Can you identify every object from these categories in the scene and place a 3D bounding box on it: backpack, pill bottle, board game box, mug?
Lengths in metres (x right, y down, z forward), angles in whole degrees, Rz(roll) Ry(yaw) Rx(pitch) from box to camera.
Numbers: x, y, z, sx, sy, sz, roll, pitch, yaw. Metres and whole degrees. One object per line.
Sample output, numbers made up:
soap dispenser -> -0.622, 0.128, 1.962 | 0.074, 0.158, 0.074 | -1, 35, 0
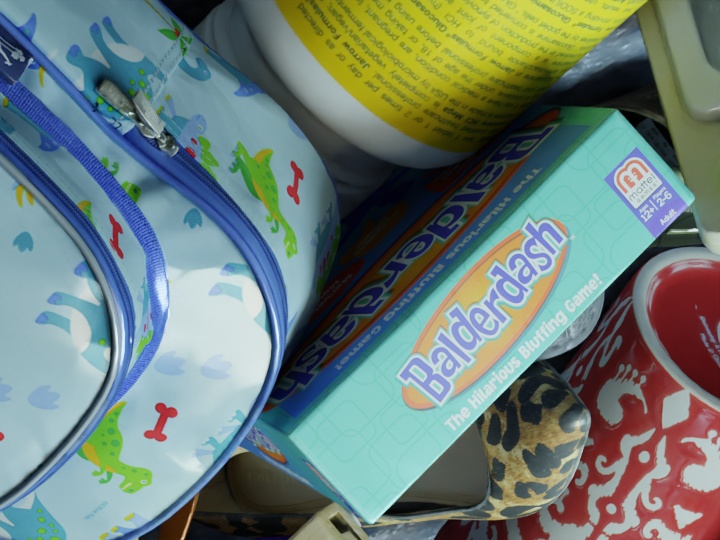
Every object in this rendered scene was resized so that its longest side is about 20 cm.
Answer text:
backpack -> -0.120, -0.004, 0.919 | 0.200, 0.147, 0.183 | 38, 121, -13
pill bottle -> 0.031, -0.107, 0.963 | 0.112, 0.112, 0.200 | 18, 130, -45
board game box -> 0.016, 0.007, 1.006 | 0.152, 0.200, 0.045 | -44, 104, -9
mug -> 0.146, 0.108, 1.300 | 0.133, 0.178, 0.200 | -38, 161, -48

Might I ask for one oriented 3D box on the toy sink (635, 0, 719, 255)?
toy sink -> 0.162, -0.053, 0.989 | 0.112, 0.130, 0.200 | -16, 146, 5

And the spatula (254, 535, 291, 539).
spatula -> -0.082, 0.142, 1.337 | 0.200, 0.021, 0.057 | -23, 155, 9

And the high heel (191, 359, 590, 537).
high heel -> 0.003, 0.081, 1.200 | 0.142, 0.071, 0.200 | -11, 178, -24

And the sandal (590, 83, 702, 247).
sandal -> 0.132, -0.044, 1.161 | 0.201, 0.057, 0.080 | 4, 166, -12

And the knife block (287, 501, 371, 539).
knife block -> -0.063, 0.192, 1.225 | 0.176, 0.064, 0.200 | -38, 171, -16

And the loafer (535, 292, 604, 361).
loafer -> 0.000, 0.000, 1.148 | 0.200, 0.063, 0.072 | 2, 99, -26

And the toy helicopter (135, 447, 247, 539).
toy helicopter -> -0.099, 0.100, 1.186 | 0.200, 0.079, 0.132 | -35, 126, 16
